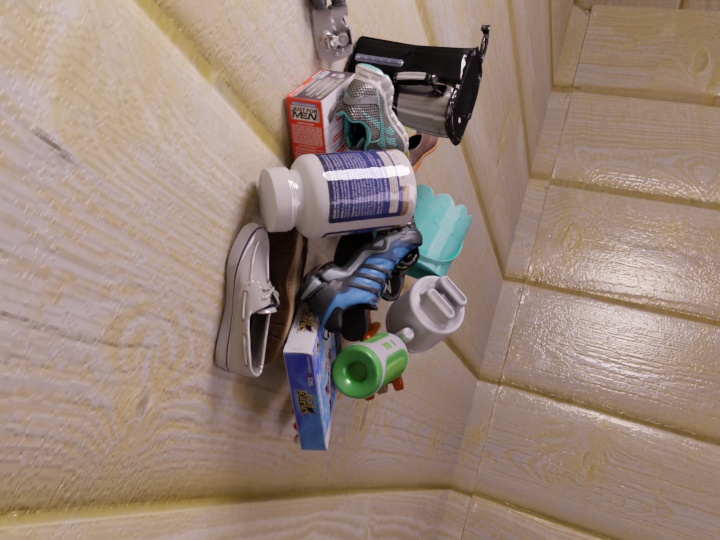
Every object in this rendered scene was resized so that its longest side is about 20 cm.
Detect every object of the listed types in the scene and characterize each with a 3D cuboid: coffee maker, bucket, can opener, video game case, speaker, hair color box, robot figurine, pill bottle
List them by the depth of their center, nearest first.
[{"bbox_3d":[-0.033,-0.103,0.853,0.197,0.111,0.112,-8,116,-24],"label":"pill bottle"},{"bbox_3d":[-0.048,-0.386,0.868,0.201,0.052,0.067,81,-4,-47],"label":"can opener"},{"bbox_3d":[-0.050,-0.181,0.941,0.111,0.063,0.202,-54,150,-46],"label":"hair color box"},{"bbox_3d":[-0.065,0.135,0.951,0.182,0.045,0.202,-80,169,-53],"label":"video game case"},{"bbox_3d":[0.020,0.151,1.019,0.200,0.087,0.090,-1,103,-73],"label":"speaker"},{"bbox_3d":[0.089,-0.312,1.030,0.193,0.198,0.136,-59,155,-33],"label":"coffee maker"},{"bbox_3d":[0.117,0.084,1.168,0.169,0.113,0.200,-36,173,-34],"label":"robot figurine"},{"bbox_3d":[0.101,-0.072,1.207,0.136,0.205,0.207,-68,157,-9],"label":"bucket"}]

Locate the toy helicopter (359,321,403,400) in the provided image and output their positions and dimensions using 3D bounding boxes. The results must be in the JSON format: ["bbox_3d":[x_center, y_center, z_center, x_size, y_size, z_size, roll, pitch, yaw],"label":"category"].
[{"bbox_3d":[0.017,0.139,1.206,0.133,0.078,0.202,64,10,-53],"label":"toy helicopter"}]

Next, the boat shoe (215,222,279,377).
[{"bbox_3d":[-0.141,0.041,0.829,0.072,0.065,0.203,12,90,-68],"label":"boat shoe"}]

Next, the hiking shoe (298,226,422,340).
[{"bbox_3d":[0.012,0.012,0.888,0.199,0.087,0.074,-31,176,-12],"label":"hiking shoe"}]

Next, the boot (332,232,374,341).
[{"bbox_3d":[0.000,0.000,1.041,0.200,0.067,0.191,-75,161,-76],"label":"boot"}]

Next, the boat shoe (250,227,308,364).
[{"bbox_3d":[-0.112,0.035,0.898,0.072,0.071,0.203,25,72,-67],"label":"boat shoe"}]

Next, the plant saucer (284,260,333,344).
[{"bbox_3d":[-0.077,0.079,1.059,0.200,0.032,0.203,13,90,-70],"label":"plant saucer"}]

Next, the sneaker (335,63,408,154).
[{"bbox_3d":[0.011,-0.206,0.926,0.092,0.077,0.200,-55,150,-14],"label":"sneaker"}]

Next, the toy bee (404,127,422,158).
[{"bbox_3d":[0.085,-0.280,1.166,0.132,0.107,0.201,75,34,-47],"label":"toy bee"}]

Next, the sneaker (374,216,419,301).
[{"bbox_3d":[0.055,-0.021,1.064,0.083,0.070,0.201,-114,-156,-45],"label":"sneaker"}]

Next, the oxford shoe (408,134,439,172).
[{"bbox_3d":[0.123,-0.278,1.295,0.073,0.070,0.201,94,20,-52],"label":"oxford shoe"}]

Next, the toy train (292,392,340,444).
[{"bbox_3d":[-0.071,0.224,1.120,0.151,0.055,0.200,-51,172,0],"label":"toy train"}]
